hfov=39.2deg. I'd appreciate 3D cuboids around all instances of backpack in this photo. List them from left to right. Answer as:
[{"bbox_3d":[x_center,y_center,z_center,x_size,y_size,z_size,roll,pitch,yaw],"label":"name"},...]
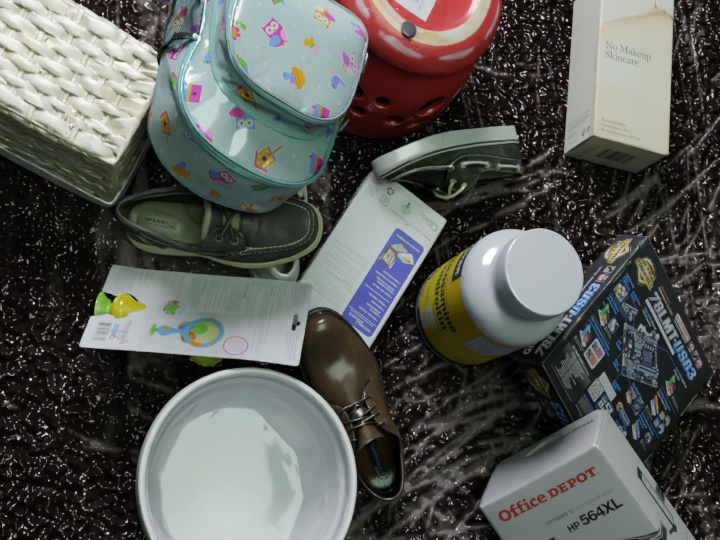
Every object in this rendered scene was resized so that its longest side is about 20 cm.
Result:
[{"bbox_3d":[-0.092,-0.162,0.898,0.174,0.152,0.203,25,68,-30],"label":"backpack"}]

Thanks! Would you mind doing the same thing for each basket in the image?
[{"bbox_3d":[-0.284,-0.172,0.942,0.198,0.123,0.137,29,71,-12],"label":"basket"}]

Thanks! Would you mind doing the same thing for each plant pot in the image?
[{"bbox_3d":[0.041,-0.258,1.046,0.197,0.182,0.204,4,77,-20],"label":"plant pot"}]

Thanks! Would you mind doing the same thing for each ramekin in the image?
[{"bbox_3d":[-0.111,0.195,0.927,0.197,0.105,0.204,4,76,-19],"label":"ramekin"}]

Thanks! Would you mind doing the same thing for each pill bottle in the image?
[{"bbox_3d":[0.136,0.025,0.999,0.110,0.200,0.114,5,74,-17],"label":"pill bottle"}]

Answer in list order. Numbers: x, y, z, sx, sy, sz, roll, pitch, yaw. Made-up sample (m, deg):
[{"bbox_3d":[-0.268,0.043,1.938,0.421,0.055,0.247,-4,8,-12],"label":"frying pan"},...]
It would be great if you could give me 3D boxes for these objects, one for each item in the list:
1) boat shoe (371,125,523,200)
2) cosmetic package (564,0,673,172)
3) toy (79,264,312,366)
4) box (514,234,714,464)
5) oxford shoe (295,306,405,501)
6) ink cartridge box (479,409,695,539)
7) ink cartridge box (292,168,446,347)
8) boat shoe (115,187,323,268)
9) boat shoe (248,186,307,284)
[{"bbox_3d":[0.101,-0.111,1.076,0.198,0.070,0.065,-14,86,-35],"label":"boat shoe"},{"bbox_3d":[0.304,-0.228,1.187,0.102,0.073,0.203,10,75,-16],"label":"cosmetic package"},{"bbox_3d":[-0.150,0.053,0.948,0.196,0.048,0.116,8,39,0],"label":"toy"},{"bbox_3d":[0.275,0.101,1.077,0.199,0.049,0.201,-45,117,-24],"label":"box"},{"bbox_3d":[-0.001,0.128,0.962,0.072,0.084,0.202,-27,103,-7],"label":"oxford shoe"},{"bbox_3d":[0.233,0.263,0.997,0.201,0.145,0.084,54,26,-3],"label":"ink cartridge box"},{"bbox_3d":[0.000,0.000,1.047,0.099,0.039,0.201,37,67,-8],"label":"ink cartridge box"},{"bbox_3d":[-0.137,-0.043,0.956,0.197,0.066,0.073,3,83,10],"label":"boat shoe"},{"bbox_3d":[-0.083,-0.082,1.019,0.070,0.069,0.203,-4,79,-20],"label":"boat shoe"}]
